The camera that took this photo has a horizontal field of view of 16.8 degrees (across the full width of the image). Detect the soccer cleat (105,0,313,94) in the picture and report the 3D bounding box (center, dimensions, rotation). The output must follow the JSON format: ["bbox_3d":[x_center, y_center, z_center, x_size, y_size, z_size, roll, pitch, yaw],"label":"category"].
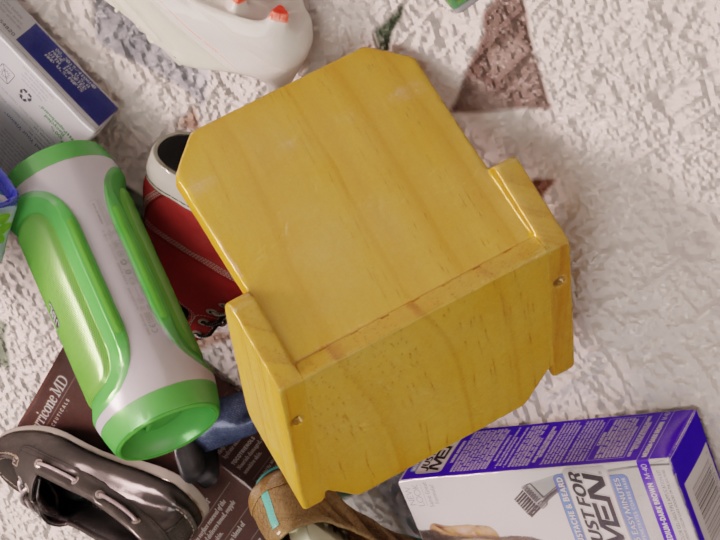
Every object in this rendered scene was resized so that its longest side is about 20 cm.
[{"bbox_3d":[-0.125,-0.170,1.519,0.199,0.069,0.078,25,131,7],"label":"soccer cleat"}]

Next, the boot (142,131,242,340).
[{"bbox_3d":[-0.063,0.013,1.603,0.199,0.072,0.145,30,130,18],"label":"boot"}]

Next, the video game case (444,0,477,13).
[{"bbox_3d":[0.076,-0.261,1.306,0.200,0.022,0.182,-35,118,16],"label":"video game case"}]

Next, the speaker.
[{"bbox_3d":[-0.161,0.018,1.566,0.088,0.088,0.201,-44,63,40],"label":"speaker"}]

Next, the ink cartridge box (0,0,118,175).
[{"bbox_3d":[-0.288,-0.121,1.651,0.200,0.041,0.200,47,130,-6],"label":"ink cartridge box"}]

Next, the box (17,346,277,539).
[{"bbox_3d":[-0.130,0.122,1.705,0.200,0.075,0.100,37,131,4],"label":"box"}]

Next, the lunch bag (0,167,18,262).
[{"bbox_3d":[-0.320,-0.041,1.616,0.200,0.127,0.171,49,138,33],"label":"lunch bag"}]

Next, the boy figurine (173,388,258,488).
[{"bbox_3d":[-0.025,0.084,1.606,0.199,0.124,0.065,-17,76,7],"label":"boy figurine"}]

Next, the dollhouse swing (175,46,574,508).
[{"bbox_3d":[0.000,0.000,1.501,0.176,0.199,0.182,51,162,35],"label":"dollhouse swing"}]

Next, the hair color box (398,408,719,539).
[{"bbox_3d":[0.137,0.159,1.594,0.199,0.065,0.110,-7,117,33],"label":"hair color box"}]

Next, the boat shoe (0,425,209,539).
[{"bbox_3d":[-0.192,0.154,1.661,0.199,0.057,0.067,10,140,39],"label":"boat shoe"}]

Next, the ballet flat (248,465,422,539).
[{"bbox_3d":[0.006,0.202,1.637,0.068,0.072,0.200,-39,123,20],"label":"ballet flat"}]
